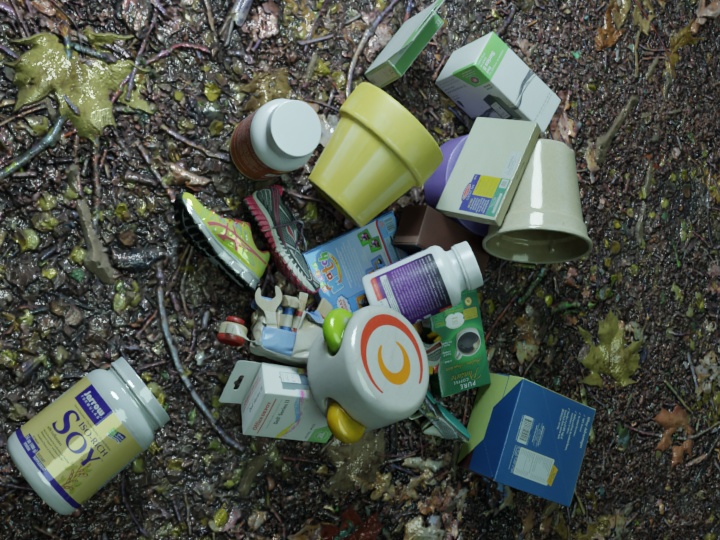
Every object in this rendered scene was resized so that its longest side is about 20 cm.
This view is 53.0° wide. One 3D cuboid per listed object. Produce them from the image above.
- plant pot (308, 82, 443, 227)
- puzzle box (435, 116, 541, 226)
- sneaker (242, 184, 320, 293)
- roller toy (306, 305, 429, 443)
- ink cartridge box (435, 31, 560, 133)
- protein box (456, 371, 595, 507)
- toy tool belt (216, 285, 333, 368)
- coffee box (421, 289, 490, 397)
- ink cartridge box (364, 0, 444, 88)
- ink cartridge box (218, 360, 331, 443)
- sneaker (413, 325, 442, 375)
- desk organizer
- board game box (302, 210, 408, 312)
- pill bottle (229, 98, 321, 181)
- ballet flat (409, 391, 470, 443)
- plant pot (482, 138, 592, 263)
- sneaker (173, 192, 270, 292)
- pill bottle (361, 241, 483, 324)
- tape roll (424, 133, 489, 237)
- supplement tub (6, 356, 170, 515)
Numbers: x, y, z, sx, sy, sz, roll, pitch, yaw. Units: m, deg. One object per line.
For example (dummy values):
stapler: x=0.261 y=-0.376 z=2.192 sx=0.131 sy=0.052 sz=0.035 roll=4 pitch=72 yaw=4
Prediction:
plant pot: x=0.014 y=-0.188 z=1.266 sx=0.200 sy=0.201 sz=0.190 roll=41 pitch=88 yaw=-20
puzzle box: x=0.230 y=-0.182 z=1.306 sx=0.025 sy=0.131 sz=0.203 roll=38 pitch=73 yaw=-47
sneaker: x=-0.123 y=-0.051 z=1.238 sx=0.074 sy=0.080 sz=0.203 roll=-31 pitch=96 yaw=-16
roller toy: x=0.010 y=0.164 z=1.169 sx=0.180 sy=0.139 sz=0.204 roll=-2 pitch=71 yaw=-44
ink cartridge box: x=0.267 y=-0.348 z=1.407 sx=0.199 sy=0.145 sz=0.085 roll=37 pitch=75 yaw=-20
protein box: x=0.330 y=0.332 z=1.438 sx=0.197 sy=0.134 sz=0.203 roll=24 pitch=79 yaw=-24
toy tool belt: x=-0.140 y=0.084 z=1.223 sx=0.197 sy=0.124 sz=0.126 roll=20 pitch=69 yaw=-26
coffee box: x=0.184 y=0.135 z=1.419 sx=0.121 sy=0.044 sz=0.205 roll=-13 pitch=95 yaw=-25
ink cartridge box: x=0.098 y=-0.413 z=1.294 sx=0.048 sy=0.199 sz=0.147 roll=42 pitch=74 yaw=-19
ink cartridge box: x=-0.130 y=0.224 z=1.220 sx=0.196 sy=0.068 sz=0.118 roll=12 pitch=128 yaw=-25
sneaker: x=0.063 y=0.133 z=1.333 sx=0.196 sy=0.078 sz=0.084 roll=12 pitch=99 yaw=-26
desk organizer: x=0.158 y=-0.048 z=1.369 sx=0.198 sy=0.071 sz=0.079 roll=27 pitch=76 yaw=-37
board game box: x=0.000 y=0.000 z=1.334 sx=0.197 sy=0.036 sz=0.154 roll=-27 pitch=101 yaw=-24
pill bottle: x=-0.137 y=-0.213 z=1.177 sx=0.110 sy=0.199 sz=0.115 roll=0 pitch=90 yaw=-25
ballet flat: x=0.130 y=0.273 z=1.388 sx=0.072 sy=0.072 sz=0.201 roll=-48 pitch=108 yaw=-18
plant pot: x=0.327 y=-0.131 z=1.332 sx=0.197 sy=0.200 sz=0.188 roll=12 pitch=74 yaw=-25
sneaker: x=-0.229 y=-0.061 z=1.209 sx=0.201 sy=0.077 sz=0.091 roll=50 pitch=62 yaw=-23
pill bottle: x=0.110 y=0.026 z=1.267 sx=0.196 sy=0.112 sz=0.113 roll=-23 pitch=100 yaw=4
tape roll: x=0.229 y=-0.167 z=1.421 sx=0.196 sy=0.085 sz=0.205 roll=0 pitch=89 yaw=-27
supplement tub: x=-0.400 y=0.242 z=1.076 sx=0.199 sy=0.145 sz=0.147 roll=-40 pitch=106 yaw=-20
